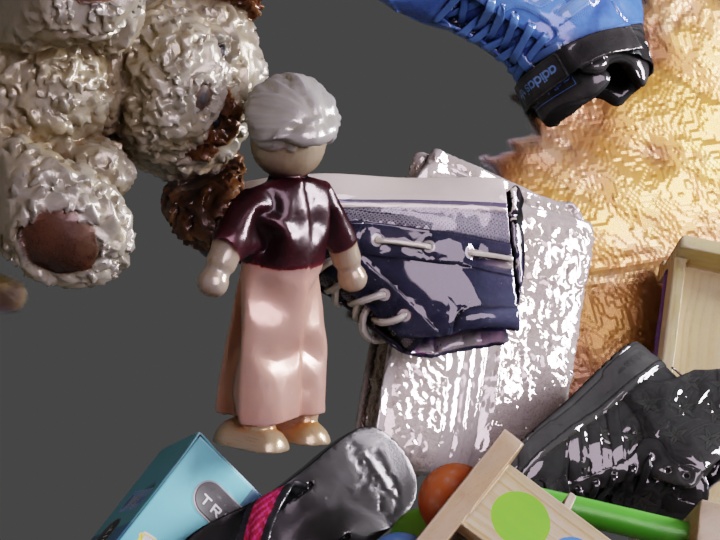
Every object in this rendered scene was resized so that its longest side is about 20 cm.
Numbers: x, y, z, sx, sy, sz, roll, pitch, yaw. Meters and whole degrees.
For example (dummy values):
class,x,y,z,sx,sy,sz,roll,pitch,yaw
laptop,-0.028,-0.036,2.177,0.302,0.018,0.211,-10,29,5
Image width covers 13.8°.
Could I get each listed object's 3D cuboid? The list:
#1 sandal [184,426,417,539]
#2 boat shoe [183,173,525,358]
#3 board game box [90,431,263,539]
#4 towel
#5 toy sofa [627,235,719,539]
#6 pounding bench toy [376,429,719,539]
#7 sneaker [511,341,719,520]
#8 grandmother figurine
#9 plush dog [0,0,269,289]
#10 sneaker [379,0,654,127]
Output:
class,x,y,z,sx,sy,sz,roll,pitch,yaw
sandal,-0.036,0.145,1.575,0.200,0.045,0.075,-41,98,-35
boat shoe,0.000,0.000,1.664,0.200,0.075,0.093,-3,72,-12
board game box,-0.097,0.210,1.572,0.151,0.047,0.200,46,56,-12
towel,0.070,0.035,1.745,0.132,0.034,0.200,21,65,-25
toy sofa,0.211,0.089,1.802,0.083,0.098,0.200,11,67,-3
pounding bench toy,0.094,0.163,1.586,0.156,0.124,0.200,37,55,6
sneaker,0.156,0.113,1.698,0.104,0.060,0.200,40,61,15
grandmother figurine,-0.044,-0.006,1.590,0.121,0.060,0.200,-9,107,-59
plush dog,-0.129,-0.098,1.591,0.172,0.160,0.200,0,101,-32
sneaker,0.095,-0.145,1.793,0.200,0.077,0.111,2,64,-39
